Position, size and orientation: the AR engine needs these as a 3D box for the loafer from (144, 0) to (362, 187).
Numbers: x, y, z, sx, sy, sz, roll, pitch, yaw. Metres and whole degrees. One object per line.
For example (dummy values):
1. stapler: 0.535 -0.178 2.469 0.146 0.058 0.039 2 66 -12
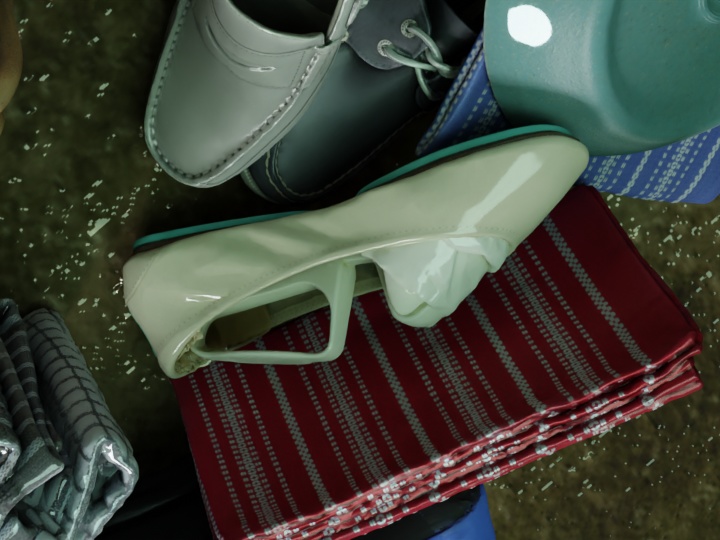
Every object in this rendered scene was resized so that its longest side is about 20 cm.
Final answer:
1. loafer: -0.035 -0.104 0.818 0.070 0.070 0.200 34 127 5

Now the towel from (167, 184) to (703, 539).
1. towel: 0.025 0.038 0.870 0.200 0.145 0.023 -24 122 0

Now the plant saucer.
1. plant saucer: 0.137 -0.122 0.860 0.200 0.036 0.200 -25 138 -25

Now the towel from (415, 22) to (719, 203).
1. towel: 0.120 -0.098 0.913 0.200 0.024 0.145 6 118 -46

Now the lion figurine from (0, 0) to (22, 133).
1. lion figurine: -0.187 -0.040 0.780 0.200 0.122 0.073 -38 123 -3

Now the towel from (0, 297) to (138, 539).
1. towel: -0.180 0.104 0.831 0.086 0.166 0.200 32 99 -27

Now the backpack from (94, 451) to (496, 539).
1. backpack: -0.039 0.154 0.923 0.200 0.162 0.168 -28 121 -20

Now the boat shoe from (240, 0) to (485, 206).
1. boat shoe: 0.024 -0.103 0.879 0.073 0.063 0.200 35 97 -33

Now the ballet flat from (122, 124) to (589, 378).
1. ballet flat: 0.000 0.000 0.875 0.200 0.070 0.070 -16 125 20
